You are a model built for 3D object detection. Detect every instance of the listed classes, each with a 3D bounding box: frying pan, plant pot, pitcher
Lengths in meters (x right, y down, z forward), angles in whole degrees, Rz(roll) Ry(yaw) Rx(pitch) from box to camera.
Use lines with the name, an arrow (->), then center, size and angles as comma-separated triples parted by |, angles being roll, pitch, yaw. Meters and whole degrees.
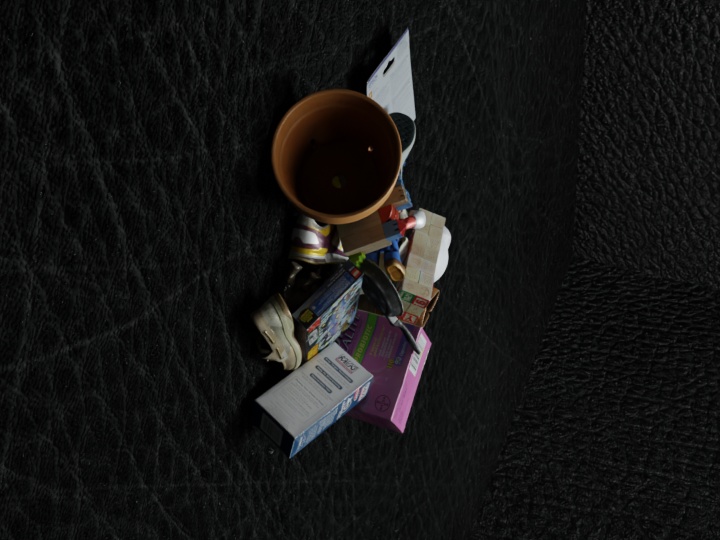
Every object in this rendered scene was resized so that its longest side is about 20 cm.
frying pan -> 0.041, 0.061, 1.631 | 0.031, 0.115, 0.192 | -34, 132, -18
plant pot -> -0.034, -0.158, 1.466 | 0.140, 0.196, 0.204 | 83, 25, -76
pitcher -> 0.125, -0.013, 2.063 | 0.174, 0.119, 0.200 | -66, 173, 15

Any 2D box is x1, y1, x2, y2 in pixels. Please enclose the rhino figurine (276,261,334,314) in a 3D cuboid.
rhino figurine -> -0.083, 0.035, 1.606 | 0.089, 0.059, 0.199 | -60, 162, 10

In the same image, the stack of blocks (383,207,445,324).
stack of blocks -> 0.103, -0.002, 1.810 | 0.116, 0.057, 0.203 | 119, -11, -53

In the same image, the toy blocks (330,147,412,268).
toy blocks -> 0.021, -0.116, 1.565 | 0.100, 0.134, 0.204 | 34, 40, -72

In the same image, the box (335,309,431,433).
box -> 0.006, 0.174, 1.726 | 0.179, 0.196, 0.097 | -69, 157, -16

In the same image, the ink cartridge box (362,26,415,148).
ink cartridge box -> 0.043, -0.315, 1.752 | 0.203, 0.040, 0.201 | 83, 29, -42

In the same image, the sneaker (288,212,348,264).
sneaker -> -0.054, -0.062, 1.609 | 0.199, 0.073, 0.092 | -14, 116, -69

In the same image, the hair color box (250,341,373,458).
hair color box -> -0.080, 0.214, 1.588 | 0.199, 0.100, 0.061 | -33, 152, -39

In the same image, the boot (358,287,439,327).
boot -> 0.089, 0.018, 1.908 | 0.074, 0.152, 0.204 | 57, 50, -63

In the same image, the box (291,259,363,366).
box -> -0.059, 0.079, 1.590 | 0.137, 0.040, 0.201 | -44, 165, -20

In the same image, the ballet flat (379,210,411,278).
ballet flat -> 0.069, -0.066, 1.803 | 0.069, 0.062, 0.204 | 42, 49, -44

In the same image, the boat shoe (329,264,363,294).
boat shoe -> -0.001, 0.000, 1.785 | 0.200, 0.069, 0.073 | -17, 122, -63

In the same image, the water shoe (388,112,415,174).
water shoe -> 0.045, -0.195, 1.695 | 0.079, 0.070, 0.203 | 122, -14, -56

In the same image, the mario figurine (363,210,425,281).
mario figurine -> 0.048, -0.061, 1.725 | 0.106, 0.121, 0.203 | -49, -152, 47

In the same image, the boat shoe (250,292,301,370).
boat shoe -> -0.139, 0.109, 1.515 | 0.064, 0.073, 0.201 | -29, 154, -14
